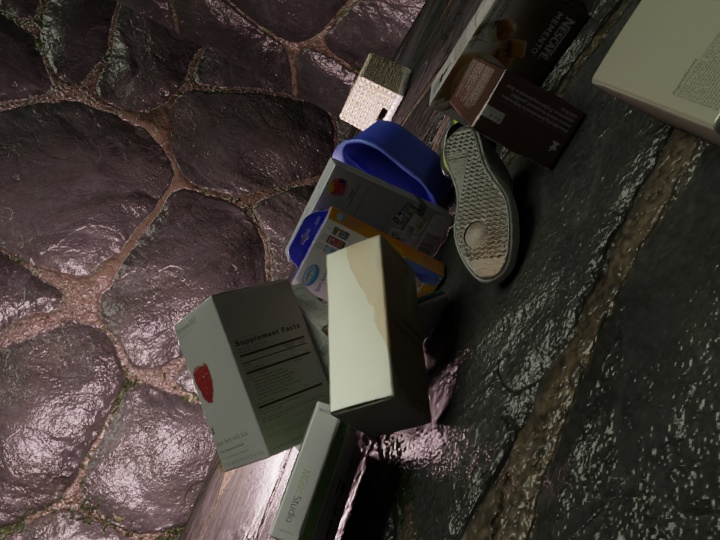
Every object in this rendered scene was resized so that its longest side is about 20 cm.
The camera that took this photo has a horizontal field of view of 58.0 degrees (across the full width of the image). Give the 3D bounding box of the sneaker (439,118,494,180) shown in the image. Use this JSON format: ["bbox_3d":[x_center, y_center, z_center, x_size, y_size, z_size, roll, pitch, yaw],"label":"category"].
[{"bbox_3d":[0.152,-0.180,0.960,0.200,0.074,0.081,-65,0,-50],"label":"sneaker"}]

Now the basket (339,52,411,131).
[{"bbox_3d":[0.051,-0.592,2.188,0.198,0.161,0.200,-56,11,43],"label":"basket"}]

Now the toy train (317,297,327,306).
[{"bbox_3d":[-0.017,0.055,1.084,0.200,0.085,0.114,-21,57,41],"label":"toy train"}]

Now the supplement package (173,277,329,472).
[{"bbox_3d":[-0.132,0.130,0.821,0.120,0.200,0.121,-14,-13,-43],"label":"supplement package"}]

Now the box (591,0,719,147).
[{"bbox_3d":[0.227,-0.129,0.418,0.082,0.068,0.200,-60,11,22],"label":"box"}]

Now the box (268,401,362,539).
[{"bbox_3d":[-0.044,0.250,0.744,0.200,0.036,0.145,81,-154,-60],"label":"box"}]

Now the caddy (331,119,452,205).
[{"bbox_3d":[0.047,-0.141,1.039,0.105,0.200,0.141,-51,-1,-34],"label":"caddy"}]

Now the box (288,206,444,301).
[{"bbox_3d":[0.000,0.000,0.887,0.119,0.200,0.042,-60,11,29],"label":"box"}]

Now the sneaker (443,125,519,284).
[{"bbox_3d":[0.150,-0.068,0.723,0.073,0.085,0.200,-25,53,33],"label":"sneaker"}]

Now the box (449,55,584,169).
[{"bbox_3d":[0.172,-0.191,0.759,0.075,0.100,0.200,-60,11,21],"label":"box"}]

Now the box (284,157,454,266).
[{"bbox_3d":[0.013,-0.052,0.941,0.156,0.200,0.041,-62,25,18],"label":"box"}]

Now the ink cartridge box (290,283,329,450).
[{"bbox_3d":[-0.068,0.147,0.877,0.044,0.174,0.200,-15,-45,-45],"label":"ink cartridge box"}]

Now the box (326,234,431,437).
[{"bbox_3d":[0.017,0.072,0.725,0.078,0.095,0.200,-20,53,23],"label":"box"}]

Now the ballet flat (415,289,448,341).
[{"bbox_3d":[0.040,0.084,0.838,0.200,0.069,0.070,-25,34,37],"label":"ballet flat"}]

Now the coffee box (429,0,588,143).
[{"bbox_3d":[0.191,-0.290,0.868,0.200,0.114,0.080,-55,13,37],"label":"coffee box"}]
